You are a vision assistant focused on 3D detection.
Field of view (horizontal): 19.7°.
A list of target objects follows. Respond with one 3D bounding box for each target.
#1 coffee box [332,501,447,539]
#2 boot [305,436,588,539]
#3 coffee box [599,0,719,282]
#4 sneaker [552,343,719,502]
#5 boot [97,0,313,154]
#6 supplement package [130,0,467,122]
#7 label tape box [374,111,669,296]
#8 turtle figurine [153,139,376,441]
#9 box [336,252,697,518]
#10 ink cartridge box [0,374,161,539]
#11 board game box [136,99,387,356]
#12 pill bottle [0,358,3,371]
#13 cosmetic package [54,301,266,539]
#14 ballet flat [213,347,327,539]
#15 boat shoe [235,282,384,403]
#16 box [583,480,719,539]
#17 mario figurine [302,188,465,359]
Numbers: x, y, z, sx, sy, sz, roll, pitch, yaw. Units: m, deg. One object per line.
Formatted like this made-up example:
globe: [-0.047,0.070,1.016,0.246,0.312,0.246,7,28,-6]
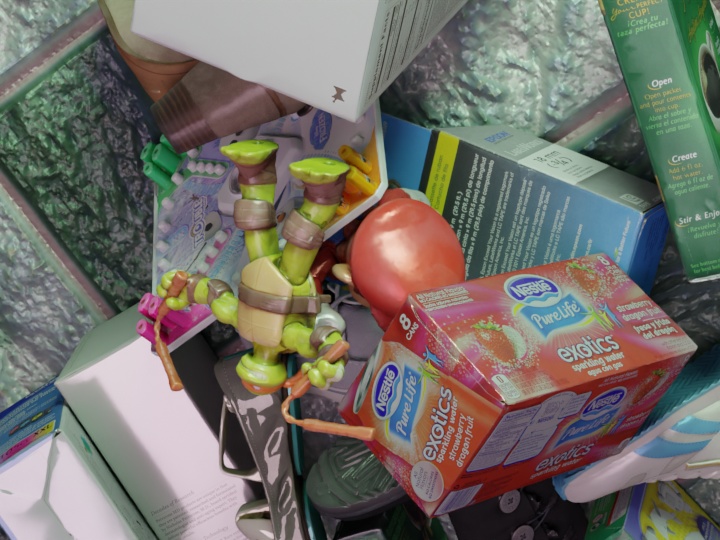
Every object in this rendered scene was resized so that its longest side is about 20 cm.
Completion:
coffee box: [0.047,0.247,1.492,0.044,0.123,0.200,-19,105,18]
boot: [0.067,0.169,1.415,0.165,0.066,0.200,-31,133,-7]
coffee box: [0.203,-0.108,1.293,0.044,0.123,0.200,-13,110,22]
sneaker: [0.224,0.110,1.387,0.200,0.077,0.081,-28,107,2]
boot: [-0.083,-0.159,1.355,0.146,0.200,0.070,-34,136,2]
supplement package: [-0.016,-0.217,1.226,0.152,0.200,0.151,23,128,13]
label tape box: [0.097,-0.017,1.391,0.200,0.063,0.144,24,118,23]
turtle figurine: [-0.044,0.012,1.226,0.200,0.064,0.161,24,112,44]
box: [0.097,0.065,1.253,0.095,0.200,0.100,48,126,25]
ink cartridge box: [-0.203,0.158,1.488,0.076,0.200,0.136,-31,103,3]
board game box: [-0.071,-0.066,1.350,0.200,0.200,0.026,-35,126,24]
pill bottle: [-0.348,0.008,1.496,0.114,0.114,0.200,-22,105,22]
cosmetic package: [-0.123,0.124,1.486,0.085,0.108,0.200,-30,101,13]
ballet flat: [-0.061,0.146,1.414,0.064,0.067,0.200,-9,105,4]
boat shoe: [-0.019,0.045,1.406,0.201,0.070,0.072,2,137,50]
box: [0.241,0.230,1.435,0.048,0.117,0.200,-39,99,26]
mario figurine: [0.000,0.000,1.321,0.106,0.200,0.123,24,93,-35]
